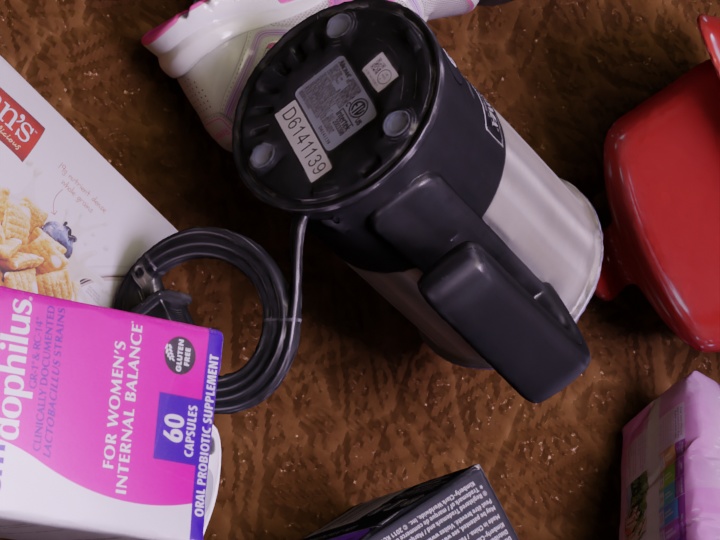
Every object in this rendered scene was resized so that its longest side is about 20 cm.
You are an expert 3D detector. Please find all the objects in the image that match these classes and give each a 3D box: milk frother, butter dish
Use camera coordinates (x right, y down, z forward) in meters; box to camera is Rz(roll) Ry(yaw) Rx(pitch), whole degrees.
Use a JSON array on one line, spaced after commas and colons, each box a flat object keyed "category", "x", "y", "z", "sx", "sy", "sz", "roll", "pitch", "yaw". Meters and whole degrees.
[{"category": "milk frother", "x": 0.000, "y": 0.000, "z": 1.216, "sx": 0.188, "sy": 0.200, "sz": 0.181, "roll": 42, "pitch": 32, "yaw": -48}, {"category": "butter dish", "x": 0.190, "y": -0.029, "z": 1.349, "sx": 0.200, "sy": 0.148, "sz": 0.200, "roll": 66, "pitch": 14, "yaw": 2}]

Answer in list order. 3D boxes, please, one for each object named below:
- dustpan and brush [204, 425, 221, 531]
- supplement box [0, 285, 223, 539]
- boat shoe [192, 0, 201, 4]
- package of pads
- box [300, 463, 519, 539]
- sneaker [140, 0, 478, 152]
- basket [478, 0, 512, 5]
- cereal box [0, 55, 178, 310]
[{"category": "dustpan and brush", "x": -0.096, "y": 0.173, "z": 1.155, "sx": 0.139, "sy": 0.057, "sz": 0.200, "roll": 17, "pitch": 68, "yaw": -27}, {"category": "supplement box", "x": -0.172, "y": 0.062, "z": 1.063, "sx": 0.200, "sy": 0.103, "sz": 0.101, "roll": 12, "pitch": 77, "yaw": -36}, {"category": "boat shoe", "x": -0.050, "y": -0.182, "z": 1.281, "sx": 0.202, "sy": 0.074, "sz": 0.065, "roll": -25, "pitch": 85, "yaw": -41}, {"category": "package of pads", "x": 0.200, "y": 0.158, "z": 1.286, "sx": 0.120, "sy": 0.076, "sz": 0.200, "roll": 37, "pitch": 30, "yaw": -17}, {"category": "box", "x": 0.038, "y": 0.214, "z": 1.189, "sx": 0.106, "sy": 0.122, "sz": 0.200, "roll": -28, "pitch": 92, "yaw": -34}, {"category": "sneaker", "x": -0.017, "y": -0.116, "z": 1.284, "sx": 0.200, "sy": 0.081, "sz": 0.088, "roll": -21, "pitch": 92, "yaw": -28}, {"category": "basket", "x": 0.114, "y": -0.229, "z": 1.317, "sx": 0.180, "sy": 0.200, "sz": 0.136, "roll": 36, "pitch": 61, "yaw": -17}, {"category": "cereal box", "x": -0.190, "y": 0.010, "z": 1.148, "sx": 0.144, "sy": 0.040, "sz": 0.200, "roll": 45, "pitch": 58, "yaw": -24}]
